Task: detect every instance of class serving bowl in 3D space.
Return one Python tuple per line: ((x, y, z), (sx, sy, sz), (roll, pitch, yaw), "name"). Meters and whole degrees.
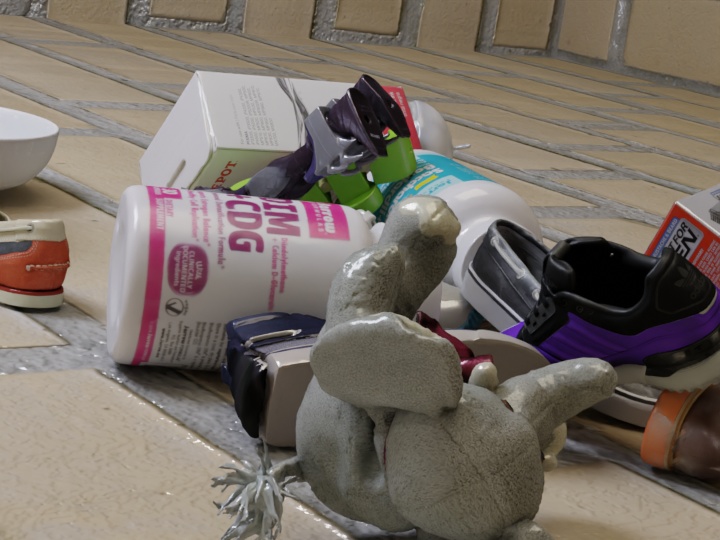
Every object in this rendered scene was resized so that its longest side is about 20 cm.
((-0.374, -0.107, 1.484), (0.200, 0.066, 0.200), (7, 12, -2), "serving bowl")

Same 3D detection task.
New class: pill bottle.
((0.073, -0.025, 1.303), (0.111, 0.111, 0.200), (3, 13, -21), "pill bottle")
((-0.056, 0.010, 1.056), (0.200, 0.113, 0.113), (5, 13, -15), "pill bottle")

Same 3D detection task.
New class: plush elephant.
((0.043, 0.072, 0.764), (0.200, 0.165, 0.155), (-35, 22, -30), "plush elephant")

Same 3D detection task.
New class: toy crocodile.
((-0.048, -0.058, 1.303), (0.200, 0.068, 0.062), (-28, 23, 6), "toy crocodile")

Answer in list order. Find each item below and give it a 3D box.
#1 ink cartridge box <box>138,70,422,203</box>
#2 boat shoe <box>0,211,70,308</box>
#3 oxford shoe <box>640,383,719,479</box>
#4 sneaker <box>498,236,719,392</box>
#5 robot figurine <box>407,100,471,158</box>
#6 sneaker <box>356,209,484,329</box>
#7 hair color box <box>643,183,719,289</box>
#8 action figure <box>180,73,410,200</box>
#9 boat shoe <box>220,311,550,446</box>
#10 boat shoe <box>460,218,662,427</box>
((-0.070, -0.093, 1.413), (0.200, 0.083, 0.147), (1, -30, -31), "ink cartridge box")
((-0.280, -0.026, 1.192), (0.200, 0.063, 0.071), (18, 18, 41), "boat shoe")
((0.246, 0.082, 1.032), (0.073, 0.071, 0.200), (21, 32, 27), "oxford shoe")
((0.134, 0.024, 0.999), (0.200, 0.100, 0.070), (-14, 33, 48), "sneaker")
((0.008, -0.123, 1.686), (0.200, 0.113, 0.170), (6, -11, -7), "robot figurine")
((0.000, 0.000, 1.215), (0.200, 0.081, 0.076), (16, 13, 27), "sneaker")
((0.310, 0.021, 1.164), (0.200, 0.064, 0.111), (43, 37, 22), "hair color box")
((-0.061, -0.054, 1.141), (0.200, 0.069, 0.130), (-35, -11, 26), "action figure")
((0.012, 0.056, 0.983), (0.200, 0.075, 0.093), (3, 20, -24), "boat shoe")
((0.150, 0.032, 1.118), (0.074, 0.068, 0.199), (0, 31, -38), "boat shoe")
